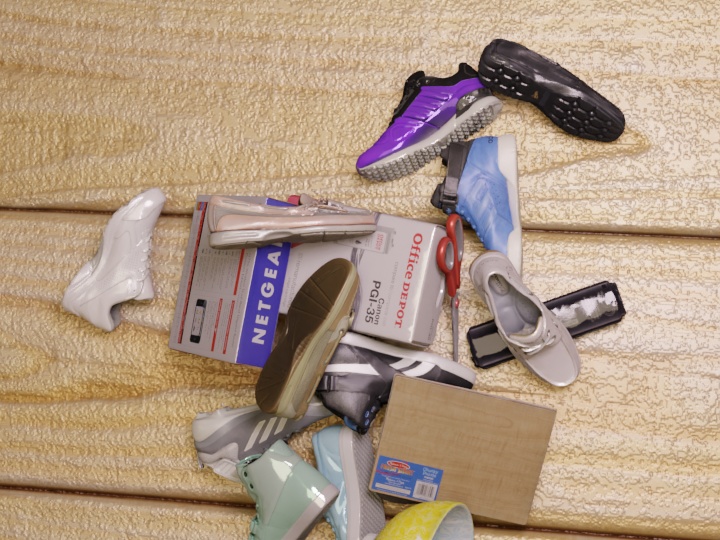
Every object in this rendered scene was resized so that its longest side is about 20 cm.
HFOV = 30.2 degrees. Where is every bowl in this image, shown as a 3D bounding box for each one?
[{"bbox_3d":[0.051,0.361,1.571,0.106,0.200,0.203,9,86,24],"label":"bowl"}]

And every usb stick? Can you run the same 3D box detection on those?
[{"bbox_3d":[0.226,0.067,1.641,0.197,0.033,0.056,-20,81,7],"label":"usb stick"}]

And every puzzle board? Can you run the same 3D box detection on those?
[{"bbox_3d":[0.120,0.213,1.592,0.197,0.017,0.153,13,107,-2],"label":"puzzle board"}]

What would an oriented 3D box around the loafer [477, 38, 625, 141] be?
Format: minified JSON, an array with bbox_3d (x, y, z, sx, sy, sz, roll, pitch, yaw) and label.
[{"bbox_3d":[0.240,-0.227,1.646,0.199,0.068,0.071,28,50,-1],"label":"loafer"}]

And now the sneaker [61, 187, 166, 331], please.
[{"bbox_3d":[-0.294,-0.010,1.718,0.099,0.078,0.201,34,100,4],"label":"sneaker"}]

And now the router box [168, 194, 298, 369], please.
[{"bbox_3d":[-0.159,0.011,1.644,0.048,0.178,0.203,13,87,-35],"label":"router box"}]

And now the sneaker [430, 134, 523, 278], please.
[{"bbox_3d":[0.143,-0.064,1.643,0.109,0.077,0.203,-4,85,8],"label":"sneaker"}]

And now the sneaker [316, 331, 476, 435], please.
[{"bbox_3d":[0.037,0.150,1.621,0.197,0.073,0.114,15,78,-11],"label":"sneaker"}]

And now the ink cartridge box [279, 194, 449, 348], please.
[{"bbox_3d":[0.000,0.000,1.619,0.197,0.083,0.149,12,88,21],"label":"ink cartridge box"}]

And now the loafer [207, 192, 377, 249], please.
[{"bbox_3d":[-0.079,-0.064,1.539,0.197,0.072,0.064,-5,83,-11],"label":"loafer"}]

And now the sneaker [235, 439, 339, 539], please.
[{"bbox_3d":[-0.118,0.292,1.637,0.118,0.074,0.201,44,119,12],"label":"sneaker"}]

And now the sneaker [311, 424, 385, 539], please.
[{"bbox_3d":[-0.021,0.290,1.651,0.081,0.074,0.203,-8,83,30],"label":"sneaker"}]

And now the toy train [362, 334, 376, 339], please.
[{"bbox_3d":[0.014,0.057,1.675,0.045,0.034,0.204,-1,85,7],"label":"toy train"}]

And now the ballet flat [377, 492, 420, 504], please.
[{"bbox_3d":[0.113,0.235,1.639,0.197,0.068,0.047,-20,43,9],"label":"ballet flat"}]

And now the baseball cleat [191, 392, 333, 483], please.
[{"bbox_3d":[-0.113,0.209,1.673,0.197,0.070,0.108,-10,90,18],"label":"baseball cleat"}]

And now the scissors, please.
[{"bbox_3d":[0.118,0.026,1.628,0.014,0.074,0.202,5,130,21],"label":"scissors"}]

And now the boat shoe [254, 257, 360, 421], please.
[{"bbox_3d":[-0.051,0.081,1.563,0.073,0.063,0.203,31,96,50],"label":"boat shoe"}]

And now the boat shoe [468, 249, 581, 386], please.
[{"bbox_3d":[0.197,0.069,1.582,0.071,0.069,0.200,-37,108,10],"label":"boat shoe"}]

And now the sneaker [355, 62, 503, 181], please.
[{"bbox_3d":[0.072,-0.192,1.676,0.198,0.070,0.100,-29,75,2],"label":"sneaker"}]
